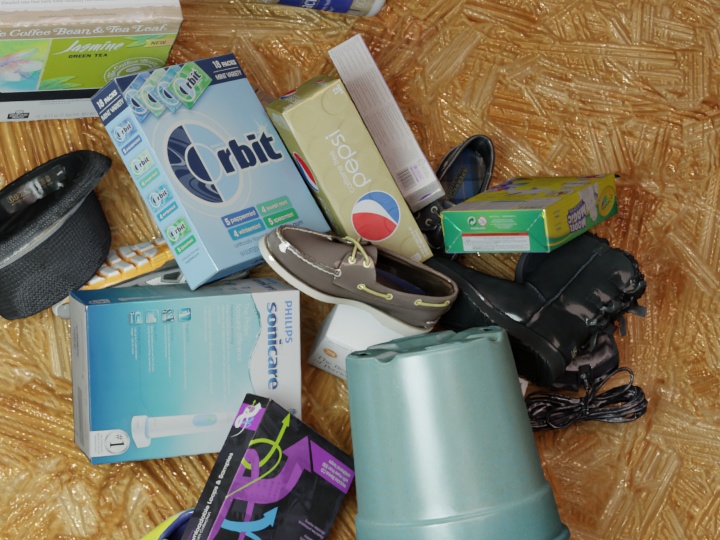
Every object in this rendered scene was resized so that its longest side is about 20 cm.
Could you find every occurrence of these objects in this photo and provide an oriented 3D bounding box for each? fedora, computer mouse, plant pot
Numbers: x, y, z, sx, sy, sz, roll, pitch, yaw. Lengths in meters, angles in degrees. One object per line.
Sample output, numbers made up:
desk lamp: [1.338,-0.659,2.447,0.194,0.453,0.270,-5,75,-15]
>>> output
fedora: [-0.295,-0.022,1.654,0.201,0.200,0.092,-45,116,-29]
computer mouse: [0.203,0.066,1.818,0.138,0.053,0.201,-7,72,-9]
plant pot: [0.075,0.159,1.617,0.200,0.200,0.197,-11,93,-22]

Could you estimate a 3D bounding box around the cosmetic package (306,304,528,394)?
cosmetic package: [0.053,0.099,1.737,0.199,0.083,0.051,25,61,-5]

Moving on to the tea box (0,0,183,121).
tea box: [-0.292,-0.243,1.711,0.199,0.197,0.134,-6,69,-20]

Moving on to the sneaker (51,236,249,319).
sneaker: [-0.193,0.013,1.703,0.199,0.078,0.077,-19,111,-12]

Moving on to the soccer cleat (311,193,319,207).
soccer cleat: [-0.138,-0.074,1.761,0.199,0.068,0.073,25,59,-10]

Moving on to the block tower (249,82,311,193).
block tower: [-0.077,-0.127,1.801,0.200,0.058,0.054,31,32,-1]

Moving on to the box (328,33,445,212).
box: [0.026,-0.151,1.832,0.041,0.039,0.200,-29,62,4]

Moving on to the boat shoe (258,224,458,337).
boat shoe: [0.000,0.000,1.657,0.200,0.060,0.072,26,35,-28]

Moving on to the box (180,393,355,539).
box: [-0.088,0.229,1.594,0.143,0.036,0.201,40,69,-43]

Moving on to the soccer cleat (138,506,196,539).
soccer cleat: [-0.197,0.266,1.579,0.200,0.084,0.065,-31,79,-27]

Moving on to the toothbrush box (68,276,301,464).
toothbrush box: [-0.158,0.088,1.637,0.199,0.085,0.147,-5,100,-18]

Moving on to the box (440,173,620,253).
box: [0.176,-0.061,1.798,0.200,0.117,0.049,-29,114,-55]

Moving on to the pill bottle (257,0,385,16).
pill bottle: [-0.071,-0.333,1.869,0.199,0.116,0.116,6,65,-15]

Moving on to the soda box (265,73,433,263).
soda box: [-0.010,-0.086,1.727,0.068,0.064,0.200,-32,109,-10]

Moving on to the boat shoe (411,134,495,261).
boat shoe: [0.090,-0.055,1.825,0.070,0.066,0.200,30,62,-3]

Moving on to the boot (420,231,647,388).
boot: [0.170,0.014,1.764,0.198,0.073,0.162,35,58,23]

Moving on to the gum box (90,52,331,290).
gum box: [-0.136,-0.097,1.675,0.170,0.045,0.200,-21,80,-51]
